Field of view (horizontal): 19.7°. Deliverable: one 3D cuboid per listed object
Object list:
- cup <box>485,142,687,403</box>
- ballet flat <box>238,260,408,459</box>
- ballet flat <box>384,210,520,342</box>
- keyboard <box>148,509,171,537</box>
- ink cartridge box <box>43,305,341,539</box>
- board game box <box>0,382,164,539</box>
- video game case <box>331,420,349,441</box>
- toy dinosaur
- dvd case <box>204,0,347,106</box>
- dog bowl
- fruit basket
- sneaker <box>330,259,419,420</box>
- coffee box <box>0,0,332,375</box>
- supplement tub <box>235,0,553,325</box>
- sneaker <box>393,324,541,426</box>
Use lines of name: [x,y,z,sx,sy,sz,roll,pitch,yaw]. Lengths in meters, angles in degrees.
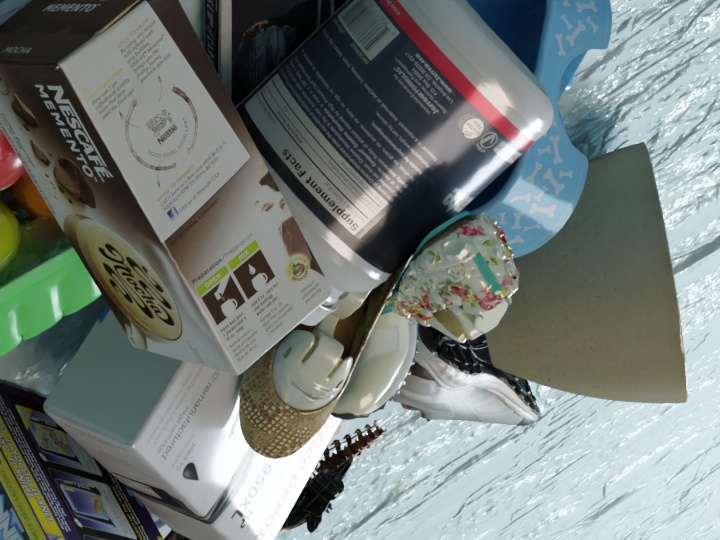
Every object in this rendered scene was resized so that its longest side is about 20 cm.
cup: [0.163,0.013,1.584,0.143,0.201,0.200,-10,150,5]
ballet flat: [-0.020,0.029,1.337,0.200,0.070,0.065,-67,-167,-4]
ballet flat: [0.057,0.013,1.261,0.076,0.064,0.200,-35,176,-4]
keyboard: [-0.150,0.192,1.622,0.056,0.011,0.200,-27,160,10]
ink cartridge box: [-0.103,0.090,1.402,0.145,0.084,0.200,-59,146,-17]
board game box: [-0.198,0.172,1.376,0.057,0.200,0.165,-41,150,13]
video game case: [-0.068,0.087,1.579,0.182,0.023,0.200,-18,145,-31]
toy dinosaur: [-0.070,0.164,1.603,0.200,0.102,0.136,-52,176,-30]
dvd case: [-0.026,-0.172,1.252,0.150,0.025,0.200,-25,150,-20]
dog bowl: [0.096,-0.110,1.334,0.050,0.111,0.200,22,74,-40]
fruit basket: [-0.206,-0.059,1.175,0.185,0.094,0.200,-33,131,-22]
sneaker: [0.000,0.000,1.412,0.093,0.070,0.200,40,61,-41]
coffee box: [-0.113,-0.052,1.111,0.080,0.113,0.200,-41,119,-25]
supplement tub: [0.003,-0.077,1.250,0.200,0.140,0.140,-43,150,10]
sneaker: [0.080,0.091,1.709,0.079,0.074,0.200,-38,146,20]
